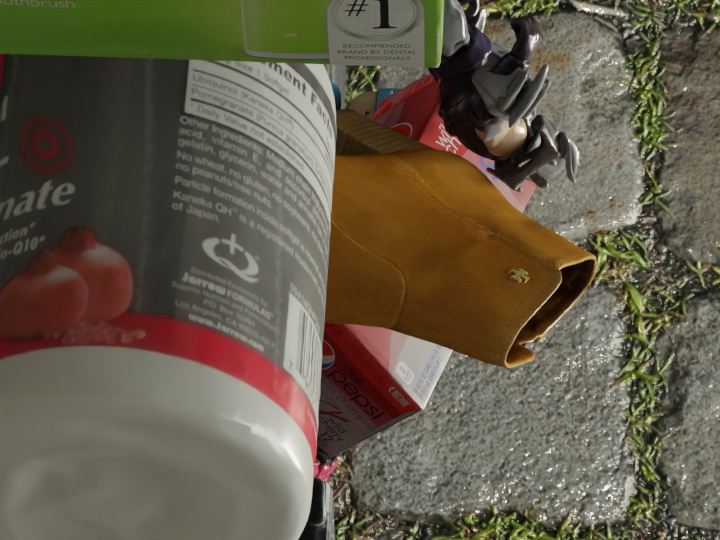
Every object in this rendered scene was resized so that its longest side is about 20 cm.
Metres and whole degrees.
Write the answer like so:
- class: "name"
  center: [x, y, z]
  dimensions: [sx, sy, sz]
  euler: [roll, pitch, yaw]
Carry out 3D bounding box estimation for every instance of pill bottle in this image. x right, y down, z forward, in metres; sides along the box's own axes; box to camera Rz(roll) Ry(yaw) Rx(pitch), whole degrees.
- class: "pill bottle"
  center: [-0.063, -0.016, 0.868]
  dimensions: [0.111, 0.110, 0.201]
  euler: [88, 4, -54]

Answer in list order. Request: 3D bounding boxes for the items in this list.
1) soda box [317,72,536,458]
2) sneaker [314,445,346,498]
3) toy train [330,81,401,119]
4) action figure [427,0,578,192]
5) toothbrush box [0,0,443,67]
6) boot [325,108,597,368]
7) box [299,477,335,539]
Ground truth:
- class: "soda box"
  center: [0.019, -0.010, 1.367]
  dimensions: [0.070, 0.063, 0.200]
  euler: [46, 42, -16]
- class: "sneaker"
  center: [-0.063, 0.109, 1.293]
  dimensions: [0.075, 0.080, 0.200]
  euler: [-59, 169, 16]
- class: "toy train"
  center: [-0.035, -0.011, 1.570]
  dimensions: [0.085, 0.115, 0.201]
  euler: [86, 6, -66]
- class: "action figure"
  center: [0.034, -0.108, 1.303]
  dimensions: [0.200, 0.069, 0.130]
  euler: [47, -6, -24]
- class: "toothbrush box"
  center: [-0.051, -0.135, 0.661]
  dimensions: [0.200, 0.144, 0.087]
  euler: [89, 3, -59]
- class: "boot"
  center: [0.000, 0.000, 1.228]
  dimensions: [0.201, 0.144, 0.071]
  euler: [-29, 143, -47]
- class: "box"
  center: [-0.062, 0.185, 1.092]
  dimensions: [0.200, 0.106, 0.149]
  euler: [89, 2, -59]
